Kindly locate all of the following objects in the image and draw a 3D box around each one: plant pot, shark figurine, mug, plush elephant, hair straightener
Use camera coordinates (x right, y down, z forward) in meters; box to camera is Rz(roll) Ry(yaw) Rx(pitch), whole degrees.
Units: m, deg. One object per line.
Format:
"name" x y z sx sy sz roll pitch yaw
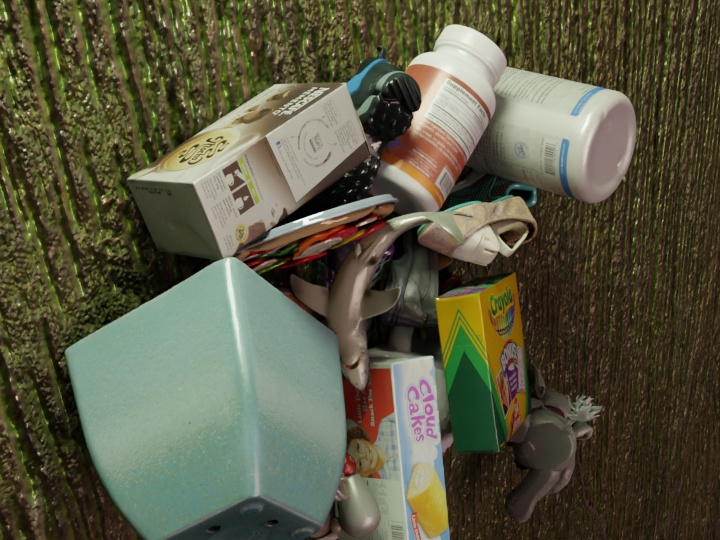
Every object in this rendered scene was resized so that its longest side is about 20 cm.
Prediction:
"plant pot" -0.124 0.149 0.989 0.194 0.203 0.196 -28 143 17
"shark figurine" 0.015 -0.001 1.156 0.216 0.127 0.089 -54 174 2
"mug" 0.062 0.130 1.322 0.175 0.145 0.204 -14 113 -60
"plush elephant" 0.260 0.232 1.626 0.199 0.166 0.155 -37 -177 10
"hair straightener" 0.117 0.038 1.398 0.041 0.077 0.200 -38 145 1

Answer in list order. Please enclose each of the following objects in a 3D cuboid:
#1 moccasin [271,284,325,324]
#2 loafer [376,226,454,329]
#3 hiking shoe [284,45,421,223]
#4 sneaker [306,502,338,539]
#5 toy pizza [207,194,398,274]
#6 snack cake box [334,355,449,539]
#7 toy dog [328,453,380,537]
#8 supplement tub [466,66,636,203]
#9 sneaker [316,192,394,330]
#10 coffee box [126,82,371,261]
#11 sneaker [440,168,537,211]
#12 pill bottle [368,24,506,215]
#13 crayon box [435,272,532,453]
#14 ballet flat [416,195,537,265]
"moccasin" -0.081 0.054 1.152 0.200 0.073 0.079 9 75 -53
"loafer" 0.073 -0.020 1.283 0.073 0.071 0.203 106 -1 -64
"hiking shoe" -0.016 -0.132 1.160 0.074 0.087 0.201 32 104 -38
"sneaker" -0.047 0.200 1.236 0.079 0.073 0.204 15 73 -56
"toy pizza" -0.053 -0.027 1.076 0.198 0.199 0.032 -18 88 -45
"snack cake box" 0.026 0.197 1.188 0.066 0.114 0.204 -5 90 -42
"toy dog" -0.062 0.186 1.145 0.095 0.202 0.132 -31 143 14
"supplement tub" 0.217 -0.167 1.327 0.131 0.198 0.134 -25 126 -41
"sneaker" 0.000 0.000 1.228 0.074 0.087 0.203 -36 131 -35
"coffee box" -0.100 -0.097 1.030 0.199 0.112 0.081 -38 120 -33
"sneaker" 0.147 -0.072 1.374 0.200 0.090 0.079 -41 134 -31
"pill bottle" 0.081 -0.167 1.233 0.202 0.111 0.112 -60 142 -13
"crayon box" 0.148 0.102 1.290 0.200 0.057 0.176 -19 103 -70
"ballet flat" 0.143 -0.043 1.259 0.198 0.068 0.068 -18 156 -47
